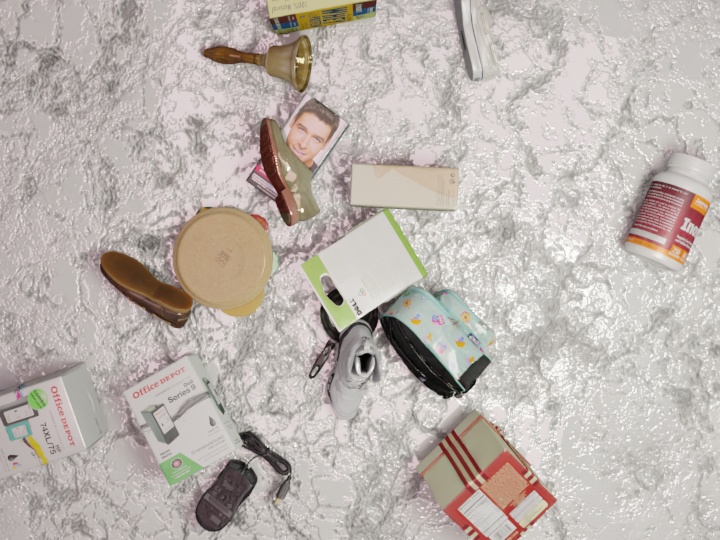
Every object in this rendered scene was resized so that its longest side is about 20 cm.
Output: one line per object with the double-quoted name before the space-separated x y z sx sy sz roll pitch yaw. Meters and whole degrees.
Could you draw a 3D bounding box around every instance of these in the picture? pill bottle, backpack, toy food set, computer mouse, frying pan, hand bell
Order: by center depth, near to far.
"backpack" 0.137 0.119 1.617 0.200 0.176 0.154 40 77 -3
"pill bottle" 0.576 -0.109 1.627 0.112 0.113 0.201 23 94 -1
"hand bell" -0.199 -0.395 1.646 0.198 0.104 0.105 9 93 12
"toy food set" -0.256 -0.024 1.675 0.199 0.049 0.199 23 93 0
"frying pan" -0.028 0.122 1.688 0.114 0.031 0.192 10 96 -1
"computer mouse" -0.218 0.426 1.701 0.140 0.046 0.201 30 83 7

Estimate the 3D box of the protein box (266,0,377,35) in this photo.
"protein box" -0.082 -0.557 1.599 0.197 0.135 0.202 -10 93 1

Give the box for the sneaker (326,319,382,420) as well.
"sneaker" -0.012 0.200 1.636 0.074 0.115 0.202 6 106 -14

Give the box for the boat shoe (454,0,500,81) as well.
"boat shoe" 0.219 -0.457 1.634 0.065 0.072 0.202 -12 94 -3

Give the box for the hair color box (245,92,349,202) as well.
"hair color box" -0.117 -0.221 1.656 0.099 0.061 0.201 35 93 -1

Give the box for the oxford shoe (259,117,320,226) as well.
"oxford shoe" -0.131 -0.184 1.605 0.073 0.071 0.202 -17 93 -23

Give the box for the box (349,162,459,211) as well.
"box" 0.080 -0.154 1.642 0.198 0.095 0.078 3 92 -1

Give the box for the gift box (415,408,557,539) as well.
"gift box" 0.229 0.400 1.629 0.184 0.187 0.200 -40 111 1

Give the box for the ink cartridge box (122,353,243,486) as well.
"ink cartridge box" -0.335 0.279 1.664 0.145 0.084 0.201 -29 85 1

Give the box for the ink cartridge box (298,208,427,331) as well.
"ink cartridge box" 0.000 0.000 1.636 0.199 0.076 0.148 -32 92 -12

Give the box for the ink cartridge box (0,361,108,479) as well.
"ink cartridge box" -0.603 0.281 1.647 0.198 0.146 0.148 -19 93 1

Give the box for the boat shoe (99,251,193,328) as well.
"boat shoe" -0.412 0.042 1.672 0.199 0.070 0.071 34 133 5
